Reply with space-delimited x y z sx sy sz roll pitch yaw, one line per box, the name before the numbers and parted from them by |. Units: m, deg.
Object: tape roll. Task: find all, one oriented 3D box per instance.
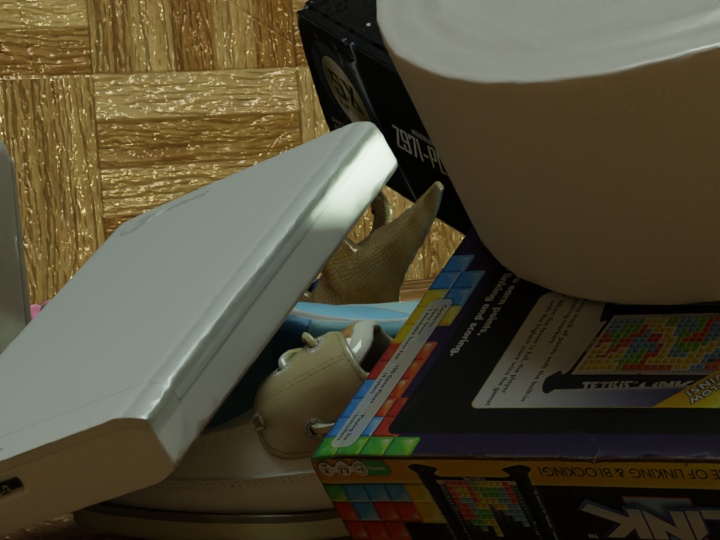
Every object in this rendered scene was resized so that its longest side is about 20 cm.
tape roll | 0.107 -0.080 0.541 0.202 0.071 0.203 -22 29 13

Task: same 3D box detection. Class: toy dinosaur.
toy dinosaur | 0.000 0.000 0.899 0.058 0.101 0.200 6 -41 -30

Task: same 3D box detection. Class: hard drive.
hard drive | -0.076 0.022 0.691 0.132 0.026 0.200 -21 20 31

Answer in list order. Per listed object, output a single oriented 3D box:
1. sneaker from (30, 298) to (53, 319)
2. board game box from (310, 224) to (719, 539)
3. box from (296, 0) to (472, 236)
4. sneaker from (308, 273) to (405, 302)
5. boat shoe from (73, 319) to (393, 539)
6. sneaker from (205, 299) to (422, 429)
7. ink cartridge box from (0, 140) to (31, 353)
sneaker | -0.174 0.065 0.953 0.199 0.079 0.095 -3 -20 36
board game box | 0.105 0.004 0.537 0.165 0.057 0.200 -2 37 37
box | 0.101 -0.105 0.908 0.200 0.086 0.164 -33 41 -20
sneaker | 0.008 0.035 1.042 0.075 0.079 0.200 -2 3 36
boat shoe | 0.001 0.051 0.654 0.199 0.069 0.075 -4 2 13
sneaker | -0.001 0.044 0.816 0.199 0.080 0.130 7 8 23
ink cartridge box | -0.230 0.026 0.786 0.084 0.147 0.200 -6 0 39
